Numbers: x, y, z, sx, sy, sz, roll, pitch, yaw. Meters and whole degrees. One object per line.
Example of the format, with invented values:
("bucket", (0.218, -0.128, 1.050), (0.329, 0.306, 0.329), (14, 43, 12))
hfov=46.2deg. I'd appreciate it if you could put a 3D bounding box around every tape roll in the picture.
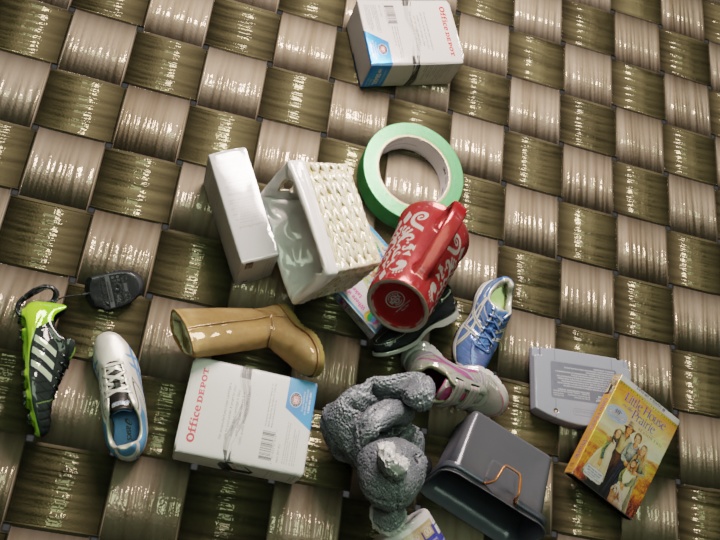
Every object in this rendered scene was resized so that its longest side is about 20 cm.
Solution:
("tape roll", (0.093, -0.174, 1.569), (0.196, 0.048, 0.205), (6, 67, -15))

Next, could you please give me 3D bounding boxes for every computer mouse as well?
("computer mouse", (-0.442, 0.039, 1.332), (0.196, 0.034, 0.060), (-10, 97, -16))

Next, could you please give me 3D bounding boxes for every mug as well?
("mug", (0.092, -0.020, 1.384), (0.131, 0.180, 0.201), (15, 42, 15))

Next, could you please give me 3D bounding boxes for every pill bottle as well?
("pill bottle", (0.103, 0.478, 1.271), (0.118, 0.120, 0.202), (-27, 79, -25))

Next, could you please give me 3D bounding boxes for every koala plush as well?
("koala plush", (0.035, 0.280, 1.268), (0.179, 0.180, 0.201), (-1, 35, -11))

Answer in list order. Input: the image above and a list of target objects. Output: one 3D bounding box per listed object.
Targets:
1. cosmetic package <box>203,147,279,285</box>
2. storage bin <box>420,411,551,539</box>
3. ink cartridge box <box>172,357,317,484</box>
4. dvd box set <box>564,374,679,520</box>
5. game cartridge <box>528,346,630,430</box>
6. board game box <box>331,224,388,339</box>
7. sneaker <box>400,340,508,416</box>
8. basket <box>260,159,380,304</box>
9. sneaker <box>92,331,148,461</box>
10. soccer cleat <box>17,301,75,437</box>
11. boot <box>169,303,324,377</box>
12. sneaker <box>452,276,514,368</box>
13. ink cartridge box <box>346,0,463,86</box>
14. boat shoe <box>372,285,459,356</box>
("cosmetic package", (-0.202, -0.091, 1.416), (0.073, 0.102, 0.204), (-15, 75, -20))
("storage bin", (0.217, 0.327, 1.365), (0.198, 0.146, 0.136), (31, 53, -3))
("ink cartridge box", (-0.178, 0.233, 1.302), (0.196, 0.084, 0.148), (14, 65, -10))
("dvd box set", (0.458, 0.306, 1.471), (0.145, 0.029, 0.202), (37, 73, -9))
("game cartridge", (0.393, 0.215, 1.514), (0.196, 0.041, 0.136), (10, 63, -13))
("board game box", (0.000, 0.000, 1.478), (0.134, 0.034, 0.201), (-39, 84, -26))
("sneaker", (0.154, 0.196, 1.405), (0.197, 0.083, 0.088), (23, 22, 0))
("basket", (-0.066, -0.066, 1.380), (0.121, 0.135, 0.204), (-9, 73, -35))
("sneaker", (-0.361, 0.184, 1.273), (0.070, 0.073, 0.204), (-11, 71, -19))
("soccer cleat", (-0.465, 0.143, 1.258), (0.079, 0.067, 0.204), (-2, 72, -24))
("boot", (-0.175, 0.115, 1.309), (0.197, 0.067, 0.175), (-2, 29, -36))
("sneaker", (0.218, 0.096, 1.483), (0.075, 0.077, 0.203), (24, 65, -8))
("ink cartridge box", (0.087, -0.445, 1.654), (0.196, 0.084, 0.149), (-5, 71, -20))
("boat shoe", (0.088, 0.084, 1.437), (0.199, 0.075, 0.062), (-29, 110, -41))
